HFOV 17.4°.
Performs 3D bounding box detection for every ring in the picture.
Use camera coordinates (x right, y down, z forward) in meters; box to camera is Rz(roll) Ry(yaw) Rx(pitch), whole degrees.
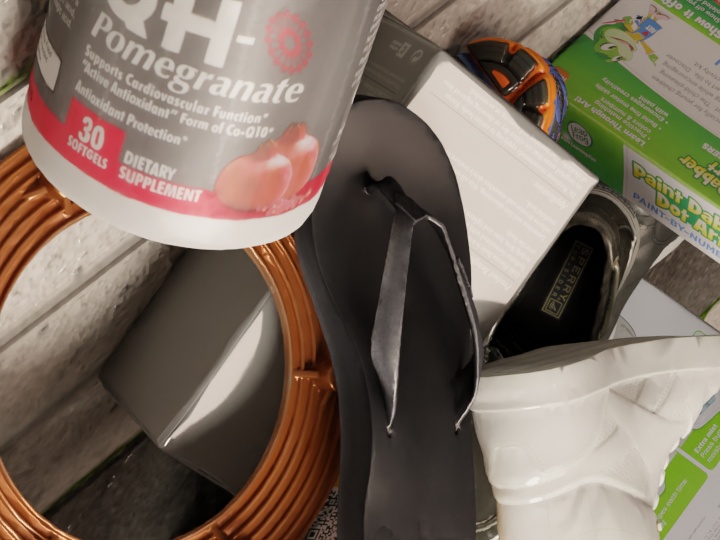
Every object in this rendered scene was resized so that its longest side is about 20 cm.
[{"bbox_3d":[-0.079,0.040,0.881,0.199,0.019,0.202,-3,95,-34],"label":"ring"}]

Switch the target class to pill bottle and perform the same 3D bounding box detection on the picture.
[{"bbox_3d":[-0.039,-0.116,0.778,0.110,0.111,0.201,-25,143,-48],"label":"pill bottle"}]

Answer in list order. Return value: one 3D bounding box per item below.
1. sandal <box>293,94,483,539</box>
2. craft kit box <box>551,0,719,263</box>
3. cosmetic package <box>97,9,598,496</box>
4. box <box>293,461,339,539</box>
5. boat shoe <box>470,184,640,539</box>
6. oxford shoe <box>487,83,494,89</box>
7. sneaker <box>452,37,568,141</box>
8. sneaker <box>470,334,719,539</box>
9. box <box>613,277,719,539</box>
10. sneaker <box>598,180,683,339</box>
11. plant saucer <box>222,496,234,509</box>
[{"bbox_3d":[0.022,0.030,0.907,0.076,0.043,0.202,-8,91,-37],"label":"sandal"},{"bbox_3d":[0.221,-0.088,1.193,0.197,0.200,0.049,-40,155,-28],"label":"craft kit box"},{"bbox_3d":[-0.006,0.003,0.988,0.107,0.090,0.200,37,93,-32],"label":"cosmetic package"},{"bbox_3d":[-0.006,0.185,0.935,0.119,0.041,0.201,54,51,-38],"label":"box"},{"bbox_3d":[0.077,0.053,1.148,0.064,0.070,0.201,-53,163,-69],"label":"boat shoe"},{"bbox_3d":[0.000,0.000,1.062,0.075,0.070,0.201,11,112,-58],"label":"oxford shoe"},{"bbox_3d":[0.050,-0.017,1.129,0.078,0.075,0.201,-13,135,-62],"label":"sneaker"},{"bbox_3d":[0.111,0.089,1.044,0.200,0.073,0.116,-10,92,-56],"label":"sneaker"},{"bbox_3d":[0.147,0.115,1.357,0.200,0.176,0.097,-55,156,2],"label":"box"},{"bbox_3d":[0.125,-0.018,1.278,0.200,0.070,0.099,-47,155,-30],"label":"sneaker"},{"bbox_3d":[-0.038,0.149,1.213,0.200,0.050,0.201,-42,153,-27],"label":"plant saucer"}]
